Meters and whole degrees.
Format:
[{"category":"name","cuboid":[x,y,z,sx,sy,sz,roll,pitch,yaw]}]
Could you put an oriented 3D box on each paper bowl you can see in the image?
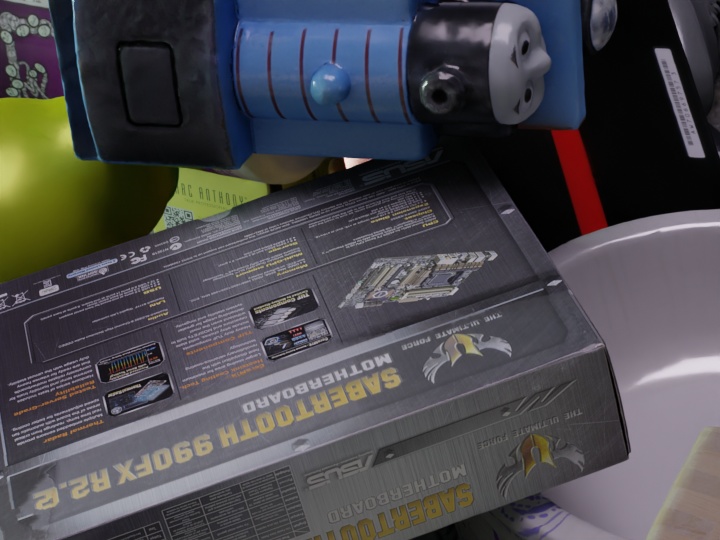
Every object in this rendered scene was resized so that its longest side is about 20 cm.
[{"category":"paper bowl","cuboid":[0.130,0.075,0.703,0.199,0.105,0.201,-4,36,3]}]

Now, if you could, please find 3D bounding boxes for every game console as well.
[{"category":"game console","cuboid":[0.070,-0.065,0.833,0.176,0.031,0.202,-1,66,-31]}]

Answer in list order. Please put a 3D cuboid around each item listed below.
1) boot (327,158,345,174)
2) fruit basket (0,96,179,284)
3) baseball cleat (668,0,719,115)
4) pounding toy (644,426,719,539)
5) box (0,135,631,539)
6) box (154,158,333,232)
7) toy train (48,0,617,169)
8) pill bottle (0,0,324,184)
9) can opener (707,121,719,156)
[{"category":"boot","cuboid":[0.001,-0.001,0.852,0.199,0.071,0.144,-5,40,-18]},{"category":"fruit basket","cuboid":[-0.175,-0.005,0.775,0.155,0.217,0.215,20,43,32]},{"category":"baseball cleat","cuboid":[0.180,-0.142,1.025,0.105,0.070,0.201,-6,36,1]},{"category":"pounding toy","cuboid":[0.109,0.168,0.534,0.199,0.185,0.142,19,41,18]},{"category":"box","cuboid":[-0.029,0.035,0.672,0.198,0.049,0.159,-20,33,-5]},{"category":"box","cuboid":[-0.025,-0.082,0.990,0.075,0.050,0.200,12,40,24]},{"category":"toy train","cuboid":[-0.011,-0.085,0.722,0.198,0.087,0.114,4,30,18]},{"category":"pill bottle","cuboid":[-0.108,-0.108,0.902,0.198,0.113,0.112,12,39,25]},{"category":"can opener","cuboid":[0.141,-0.051,0.911,0.063,0.079,0.200,-28,50,-32]}]
